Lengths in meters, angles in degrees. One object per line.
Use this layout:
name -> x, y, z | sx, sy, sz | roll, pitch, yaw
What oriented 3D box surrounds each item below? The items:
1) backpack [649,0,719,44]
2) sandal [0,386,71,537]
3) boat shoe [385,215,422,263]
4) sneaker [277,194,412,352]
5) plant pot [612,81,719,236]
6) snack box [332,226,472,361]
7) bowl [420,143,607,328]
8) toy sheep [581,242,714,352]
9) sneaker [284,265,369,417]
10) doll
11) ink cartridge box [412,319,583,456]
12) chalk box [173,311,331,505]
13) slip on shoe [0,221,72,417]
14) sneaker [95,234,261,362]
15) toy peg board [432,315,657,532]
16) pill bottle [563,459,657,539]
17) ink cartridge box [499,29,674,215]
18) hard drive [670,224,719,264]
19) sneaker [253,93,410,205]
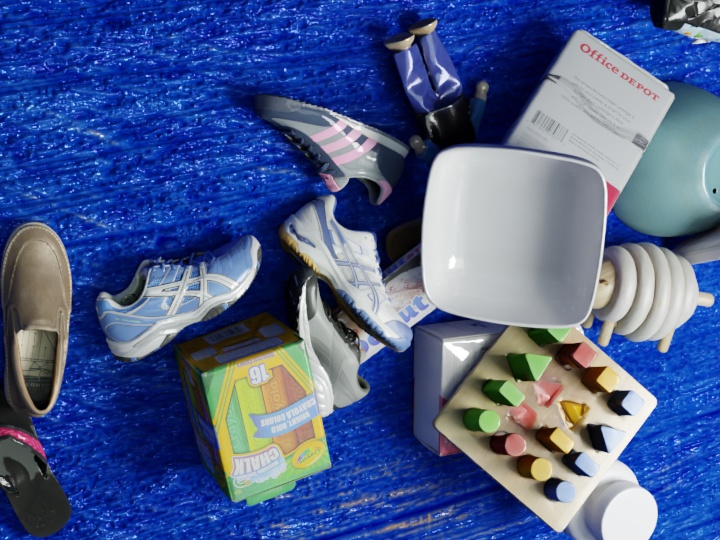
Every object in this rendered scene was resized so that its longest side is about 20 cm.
backpack -> 0.466, -0.356, 1.494 | 0.197, 0.154, 0.165 | 11, 95, -4
sandal -> -0.367, 0.203, 1.276 | 0.075, 0.045, 0.201 | -32, 113, -15
boat shoe -> 0.123, -0.049, 1.438 | 0.197, 0.065, 0.073 | -12, 116, -6
sneaker -> 0.000, 0.000, 1.353 | 0.088, 0.075, 0.200 | -43, 91, -13
plant pot -> 0.426, -0.134, 1.517 | 0.198, 0.135, 0.203 | -6, 104, -24
snack box -> 0.049, 0.029, 1.409 | 0.199, 0.024, 0.072 | -37, 115, 7
bowl -> 0.169, -0.045, 1.322 | 0.197, 0.075, 0.202 | 7, 112, 11
toy sheep -> 0.361, 0.030, 1.529 | 0.198, 0.138, 0.140 | 5, 100, -21
sneaker -> -0.038, 0.075, 1.365 | 0.078, 0.074, 0.202 | -16, 126, -4
doll -> 0.098, -0.190, 1.400 | 0.136, 0.048, 0.202 | -35, 115, -29
ink cartridge box -> 0.170, 0.138, 1.487 | 0.198, 0.083, 0.149 | -5, 103, -23
chalk box -> -0.117, 0.171, 1.340 | 0.124, 0.124, 0.202 | -19, 109, -19
slip on shoe -> -0.336, 0.051, 1.240 | 0.075, 0.060, 0.203 | 5, 91, -27
sneaker -> -0.195, 0.017, 1.297 | 0.199, 0.076, 0.078 | -35, 118, -15
toy peg board -> 0.224, 0.164, 1.379 | 0.199, 0.098, 0.201 | 40, 81, -2
pill bottle -> 0.279, 0.277, 1.503 | 0.111, 0.200, 0.114 | -5, 104, -23
ink cartridge box -> 0.255, -0.159, 1.405 | 0.144, 0.083, 0.201 | 34, 68, 0
hard drive -> 0.478, -0.054, 1.515 | 0.131, 0.200, 0.027 | -34, 91, -8
sneaker -> -0.037, -0.135, 1.339 | 0.198, 0.070, 0.083 | 19, 90, -26
